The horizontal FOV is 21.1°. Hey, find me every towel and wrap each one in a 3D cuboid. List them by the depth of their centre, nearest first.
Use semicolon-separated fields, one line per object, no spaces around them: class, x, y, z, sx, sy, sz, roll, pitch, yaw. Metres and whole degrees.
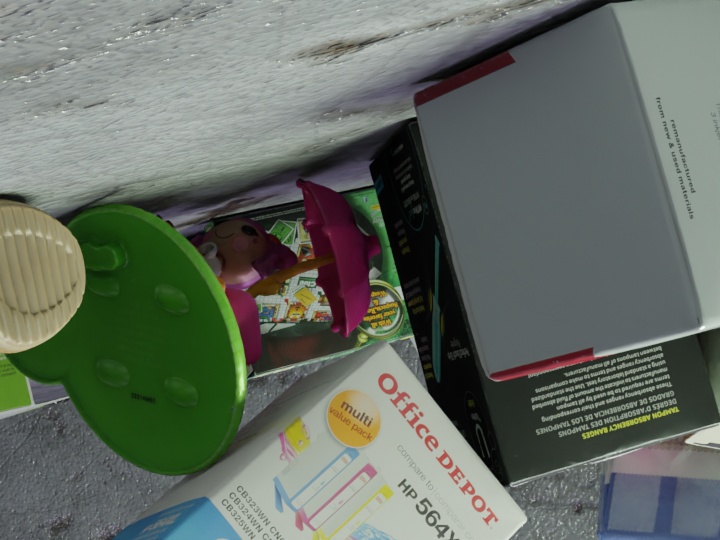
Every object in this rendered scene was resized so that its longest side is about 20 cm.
towel;0.220;0.073;1.167;0.146;0.201;0.024;0;159;24

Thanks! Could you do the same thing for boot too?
boot;-0.245;0.010;0.905;0.166;0.073;0.200;-3;-176;31

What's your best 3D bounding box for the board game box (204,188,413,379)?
board game box;0.000;0.000;1.280;0.199;0.105;0.023;-12;172;-29

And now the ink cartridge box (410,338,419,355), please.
ink cartridge box;0.137;-0.012;1.428;0.199;0.083;0.146;-17;-157;29

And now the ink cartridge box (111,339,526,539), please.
ink cartridge box;-0.023;0.139;1.028;0.200;0.129;0.125;-41;-175;-28

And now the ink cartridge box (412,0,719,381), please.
ink cartridge box;0.157;-0.046;0.904;0.200;0.145;0.145;-12;175;-38

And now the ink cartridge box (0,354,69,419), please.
ink cartridge box;-0.324;0.092;1.576;0.147;0.076;0.200;-18;176;34

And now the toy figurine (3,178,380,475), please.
toy figurine;-0.081;0.009;1.096;0.200;0.151;0.184;10;-157;38

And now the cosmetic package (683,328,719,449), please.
cosmetic package;0.243;0.000;1.102;0.103;0.201;0.087;11;156;-14

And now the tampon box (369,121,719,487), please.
tampon box;0.099;0.010;1.089;0.126;0.201;0.150;-15;177;-10
